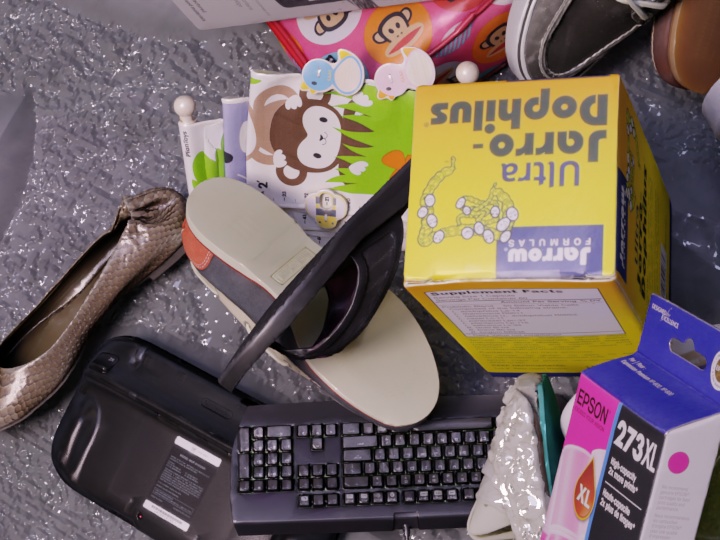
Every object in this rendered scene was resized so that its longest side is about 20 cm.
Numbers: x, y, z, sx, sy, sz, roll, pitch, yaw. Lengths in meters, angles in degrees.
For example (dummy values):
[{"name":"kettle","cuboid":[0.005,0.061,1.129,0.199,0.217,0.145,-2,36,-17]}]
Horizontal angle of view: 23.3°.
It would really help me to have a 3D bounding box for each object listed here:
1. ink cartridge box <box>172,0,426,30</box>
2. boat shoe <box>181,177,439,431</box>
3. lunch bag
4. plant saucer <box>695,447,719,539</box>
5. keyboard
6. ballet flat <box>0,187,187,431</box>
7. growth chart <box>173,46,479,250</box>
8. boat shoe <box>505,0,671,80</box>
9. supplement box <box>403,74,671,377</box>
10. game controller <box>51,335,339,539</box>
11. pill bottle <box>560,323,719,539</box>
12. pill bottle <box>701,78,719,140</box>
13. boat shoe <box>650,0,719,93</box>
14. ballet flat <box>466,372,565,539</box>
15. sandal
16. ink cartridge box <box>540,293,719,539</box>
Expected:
[{"name":"ink cartridge box","cuboid":[-0.015,-0.234,1.038,0.200,0.083,0.145,-5,68,20]},{"name":"boat shoe","cuboid":[-0.032,0.027,1.031,0.071,0.063,0.200,-36,67,-29]},{"name":"lunch bag","cuboid":[0.033,-0.197,1.099,0.200,0.082,0.176,-38,61,4]},{"name":"plant saucer","cuboid":[0.262,0.077,0.793,0.200,0.048,0.200,-56,29,-12]},{"name":"keyboard","cuboid":[0.026,0.133,0.999,0.200,0.021,0.127,-3,72,2]},{"name":"ballet flat","cuboid":[-0.184,0.022,1.104,0.200,0.046,0.067,-45,41,-2]},{"name":"growth chart","cuboid":[-0.018,-0.064,1.057,0.200,0.145,0.018,-3,29,16]},{"name":"boat shoe","cuboid":[0.154,-0.179,1.000,0.200,0.071,0.064,-56,31,24]},{"name":"supplement box","cuboid":[0.103,-0.017,0.950,0.109,0.200,0.110,-2,73,17]},{"name":"game controller","cuboid":[-0.099,0.119,1.066,0.200,0.042,0.104,26,97,24]},{"name":"pill bottle","cuboid":[0.197,0.140,0.914,0.120,0.120,0.200,-27,67,8]},{"name":"pill bottle","cuboid":[0.268,-0.028,0.953,0.104,0.104,0.200,-30,67,7]},{"name":"boat shoe","cuboid":[0.219,-0.203,1.049,0.070,0.070,0.200,20,87,59]},{"name":"ballet flat","cuboid":[0.092,0.158,0.950,0.072,0.072,0.200,-14,84,13]},{"name":"sandal","cuboid":[0.001,-0.001,0.970,0.048,0.075,0.200,44,70,0]},{"name":"ink cartridge box","cuboid":[0.129,0.116,0.852,0.037,0.095,0.200,11,101,-20]}]
